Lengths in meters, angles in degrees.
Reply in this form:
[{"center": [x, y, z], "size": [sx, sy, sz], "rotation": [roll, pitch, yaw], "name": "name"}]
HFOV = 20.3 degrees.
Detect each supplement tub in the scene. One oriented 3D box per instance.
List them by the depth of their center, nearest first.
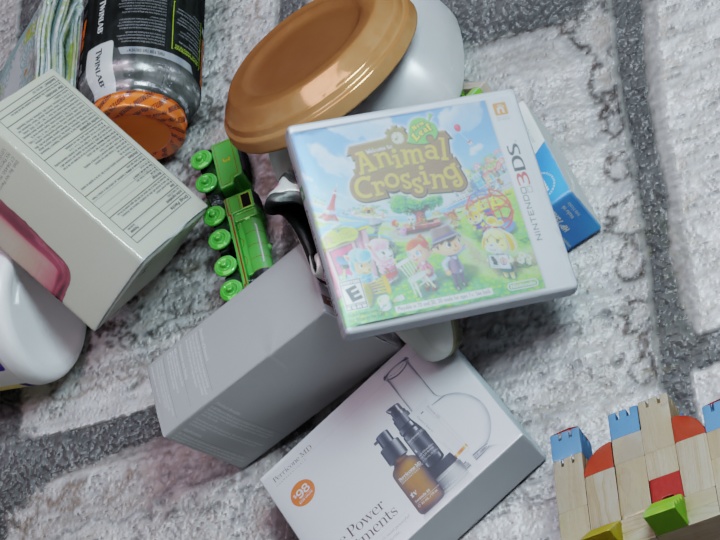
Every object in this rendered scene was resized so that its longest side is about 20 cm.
[{"center": [-0.378, 0.047, 1.914], "size": [0.199, 0.145, 0.146], "rotation": [-9, 59, 28], "name": "supplement tub"}, {"center": [-0.216, -0.217, 1.981], "size": [0.122, 0.122, 0.201], "rotation": [-16, 55, 24], "name": "supplement tub"}]

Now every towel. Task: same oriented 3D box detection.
[{"center": [-0.329, -0.167, 2.013], "size": [0.200, 0.048, 0.172], "rotation": [128, 149, -50], "name": "towel"}]

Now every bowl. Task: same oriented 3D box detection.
[{"center": [-0.007, -0.175, 1.811], "size": [0.199, 0.075, 0.200], "rotation": [-29, 28, 18], "name": "bowl"}]

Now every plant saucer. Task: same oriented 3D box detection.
[{"center": [-0.042, -0.183, 1.745], "size": [0.199, 0.038, 0.201], "rotation": [-29, 29, 18], "name": "plant saucer"}]

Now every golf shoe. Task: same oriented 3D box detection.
[{"center": [0.000, 0.000, 1.631], "size": [0.092, 0.073, 0.200], "rotation": [-34, 82, -37], "name": "golf shoe"}]

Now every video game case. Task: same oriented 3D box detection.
[{"center": [0.056, -0.048, 1.606], "size": [0.199, 0.022, 0.183], "rotation": [-11, 70, -16], "name": "video game case"}]

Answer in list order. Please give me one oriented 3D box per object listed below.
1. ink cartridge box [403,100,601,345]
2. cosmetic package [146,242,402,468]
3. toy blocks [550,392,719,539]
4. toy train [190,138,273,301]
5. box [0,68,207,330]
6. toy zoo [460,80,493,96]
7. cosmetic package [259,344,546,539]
[{"center": [0.090, -0.037, 1.713], "size": [0.199, 0.067, 0.117], "rotation": [-34, 50, 12], "name": "ink cartridge box"}, {"center": [-0.074, 0.074, 1.706], "size": [0.200, 0.107, 0.091], "rotation": [-39, 48, 21], "name": "cosmetic package"}, {"center": [0.224, 0.157, 1.506], "size": [0.199, 0.100, 0.137], "rotation": [-23, 42, 21], "name": "toy blocks"}, {"center": [-0.114, -0.042, 1.869], "size": [0.056, 0.042, 0.201], "rotation": [-22, 53, 7], "name": "toy train"}, {"center": [-0.264, -0.066, 1.842], "size": [0.109, 0.200, 0.128], "rotation": [-50, -3, 36], "name": "box"}, {"center": [0.018, -0.091, 1.755], "size": [0.200, 0.020, 0.131], "rotation": [-47, 23, -23], "name": "toy zoo"}, {"center": [0.032, 0.162, 1.645], "size": [0.200, 0.052, 0.151], "rotation": [-43, 46, 3], "name": "cosmetic package"}]
